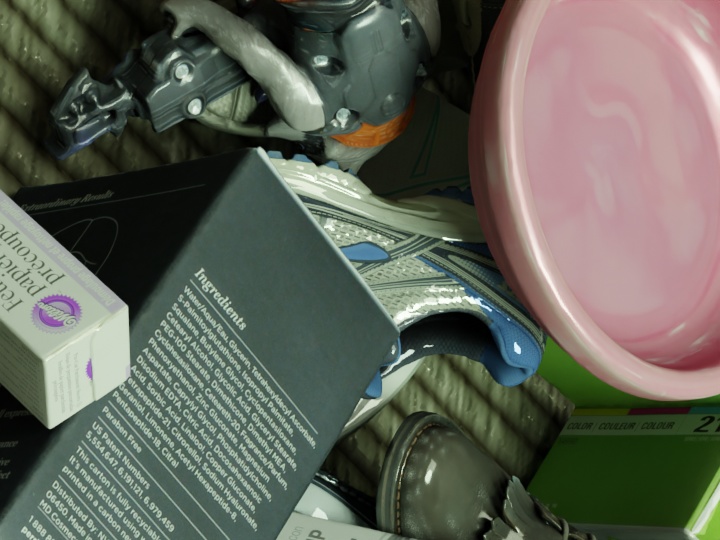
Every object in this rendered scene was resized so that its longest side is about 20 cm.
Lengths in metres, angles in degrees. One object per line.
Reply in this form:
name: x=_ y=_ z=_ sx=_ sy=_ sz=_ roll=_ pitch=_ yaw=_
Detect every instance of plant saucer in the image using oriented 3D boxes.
plant saucer: x=0.114 y=-0.044 z=1.230 sx=0.200 sy=0.051 sz=0.202 roll=10 pitch=76 yaw=-42

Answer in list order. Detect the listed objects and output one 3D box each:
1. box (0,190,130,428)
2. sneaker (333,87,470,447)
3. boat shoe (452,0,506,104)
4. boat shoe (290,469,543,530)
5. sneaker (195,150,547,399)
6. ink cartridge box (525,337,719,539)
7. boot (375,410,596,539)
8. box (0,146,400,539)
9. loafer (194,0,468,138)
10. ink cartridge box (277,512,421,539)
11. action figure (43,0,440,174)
box: x=-0.160 y=-0.022 z=1.066 sx=0.039 sy=0.200 sz=0.042 roll=-33 pitch=146 yaw=-27
sneaker: x=0.000 y=0.000 z=1.307 sx=0.080 sy=0.070 sz=0.201 roll=40 pitch=54 yaw=-15
boat shoe: x=0.068 y=-0.130 z=1.274 sx=0.071 sy=0.062 sz=0.201 roll=-36 pitch=140 yaw=-41
boat shoe: x=0.022 y=0.119 z=1.305 sx=0.200 sy=0.071 sz=0.091 roll=45 pitch=55 yaw=-39
sneaker: x=-0.010 y=0.006 z=1.225 sx=0.199 sy=0.077 sz=0.086 roll=6 pitch=68 yaw=-4
ink cartridge box: x=0.122 y=0.090 z=1.345 sx=0.200 sy=0.148 sz=0.076 roll=42 pitch=68 yaw=-23
boot: x=0.116 y=0.129 z=1.225 sx=0.200 sy=0.173 sz=0.069 roll=49 pitch=57 yaw=-40
box: x=-0.105 y=0.065 z=1.129 sx=0.107 sy=0.148 sz=0.200 roll=51 pitch=54 yaw=-27
loafer: x=-0.005 y=-0.108 z=1.313 sx=0.199 sy=0.063 sz=0.072 roll=-19 pitch=109 yaw=-27
ink cartridge box: x=0.010 y=0.179 z=1.162 sx=0.145 sy=0.199 sz=0.084 roll=-57 pitch=153 yaw=-53
action figure: x=-0.035 y=-0.098 z=1.187 sx=0.200 sy=0.105 sz=0.194 roll=-36 pitch=145 yaw=-9
